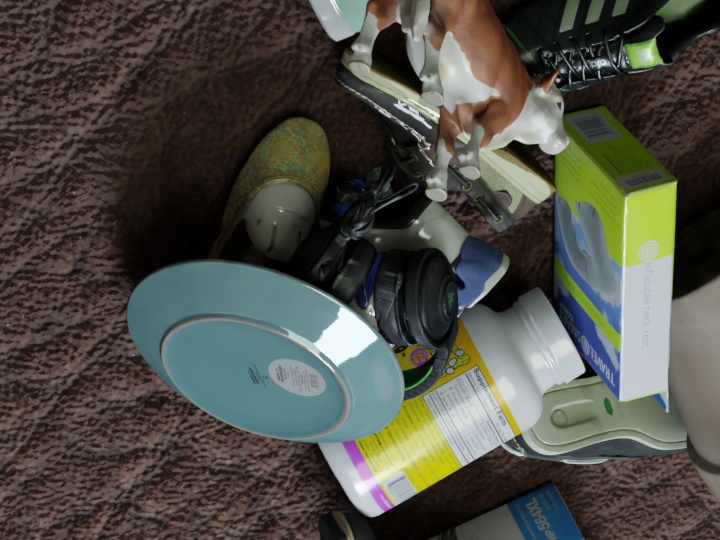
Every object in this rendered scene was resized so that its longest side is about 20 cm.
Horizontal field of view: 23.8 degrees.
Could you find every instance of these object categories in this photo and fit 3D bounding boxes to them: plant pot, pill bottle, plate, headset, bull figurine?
[{"bbox_3d":[0.302,0.053,1.291,0.199,0.200,0.174,-37,107,7],"label":"plant pot"},{"bbox_3d":[0.065,0.093,1.278,0.199,0.105,0.105,-30,126,1],"label":"pill bottle"},{"bbox_3d":[-0.068,0.066,1.148,0.198,0.026,0.201,13,143,10],"label":"plate"},{"bbox_3d":[0.003,0.017,1.113,0.122,0.094,0.201,17,133,10],"label":"headset"},{"bbox_3d":[0.066,-0.123,1.078,0.065,0.122,0.200,-4,140,36],"label":"bull figurine"}]

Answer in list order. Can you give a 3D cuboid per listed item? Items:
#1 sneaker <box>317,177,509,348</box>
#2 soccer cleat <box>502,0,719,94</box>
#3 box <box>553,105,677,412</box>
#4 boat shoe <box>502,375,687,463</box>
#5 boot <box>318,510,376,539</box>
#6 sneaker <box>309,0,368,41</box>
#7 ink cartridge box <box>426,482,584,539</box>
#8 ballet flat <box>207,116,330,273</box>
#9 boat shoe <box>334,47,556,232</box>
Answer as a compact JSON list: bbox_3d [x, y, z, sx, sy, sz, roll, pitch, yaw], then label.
[{"bbox_3d":[0.001,0.000,1.209,0.199,0.081,0.115,-34,100,33],"label":"sneaker"},{"bbox_3d":[0.165,-0.158,1.163,0.198,0.081,0.068,-25,126,-2],"label":"soccer cleat"},{"bbox_3d":[0.183,-0.003,1.244,0.047,0.122,0.202,-14,125,-14],"label":"box"},{"bbox_3d":[0.201,0.119,1.377,0.198,0.073,0.068,-2,161,-26],"label":"boat shoe"},{"bbox_3d":[0.056,0.236,1.307,0.137,0.078,0.201,-26,128,-5],"label":"boot"},{"bbox_3d":[-0.006,-0.244,1.053,0.117,0.074,0.201,-26,136,7],"label":"sneaker"},{"bbox_3d":[0.102,0.289,1.428,0.198,0.085,0.147,-23,125,-2],"label":"ink cartridge box"},{"bbox_3d":[-0.072,-0.009,1.189,0.070,0.071,0.201,19,113,-28],"label":"ballet flat"},{"bbox_3d":[0.054,-0.084,1.179,0.199,0.073,0.065,30,103,-32],"label":"boat shoe"}]
